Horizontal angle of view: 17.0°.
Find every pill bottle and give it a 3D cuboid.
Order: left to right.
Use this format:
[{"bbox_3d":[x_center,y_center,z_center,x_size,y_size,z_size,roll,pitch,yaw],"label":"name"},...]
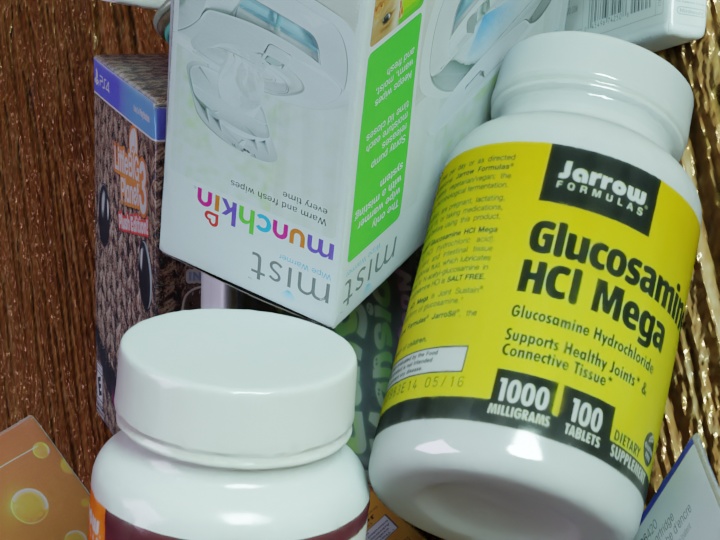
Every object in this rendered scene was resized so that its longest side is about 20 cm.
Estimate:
[{"bbox_3d":[-0.056,0.125,0.982,0.114,0.113,0.201,-138,49,-63],"label":"pill bottle"},{"bbox_3d":[0.078,0.009,0.988,0.112,0.112,0.201,-35,37,61],"label":"pill bottle"}]

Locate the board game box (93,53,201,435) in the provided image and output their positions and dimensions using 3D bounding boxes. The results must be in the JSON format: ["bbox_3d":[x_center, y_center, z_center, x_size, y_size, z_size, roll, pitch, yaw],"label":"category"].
[{"bbox_3d":[-0.077,-0.003,1.247,0.159,0.096,0.202,-144,53,-69],"label":"board game box"}]

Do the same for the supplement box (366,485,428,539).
[{"bbox_3d":[0.026,0.162,1.050,0.069,0.067,0.200,-42,21,-7],"label":"supplement box"}]

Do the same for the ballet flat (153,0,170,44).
[{"bbox_3d":[-0.010,-0.164,1.159,0.067,0.199,0.064,45,-151,-62],"label":"ballet flat"}]

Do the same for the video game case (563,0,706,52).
[{"bbox_3d":[0.107,-0.183,1.117,0.200,0.023,0.184,170,105,-68],"label":"video game case"}]

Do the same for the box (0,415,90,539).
[{"bbox_3d":[-0.166,0.197,1.211,0.200,0.124,0.098,51,149,14],"label":"box"}]

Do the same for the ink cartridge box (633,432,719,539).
[{"bbox_3d":[0.131,0.203,0.931,0.201,0.047,0.198,-100,26,-44],"label":"ink cartridge box"}]

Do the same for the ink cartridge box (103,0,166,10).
[{"bbox_3d":[-0.035,-0.196,1.229,0.084,0.199,0.146,-152,70,-66],"label":"ink cartridge box"}]

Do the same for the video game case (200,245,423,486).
[{"bbox_3d":[0.000,0.000,1.128,0.023,0.181,0.202,-16,68,45],"label":"video game case"}]

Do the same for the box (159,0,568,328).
[{"bbox_3d":[0.007,-0.107,1.020,0.096,0.200,0.177,23,129,22],"label":"box"}]
